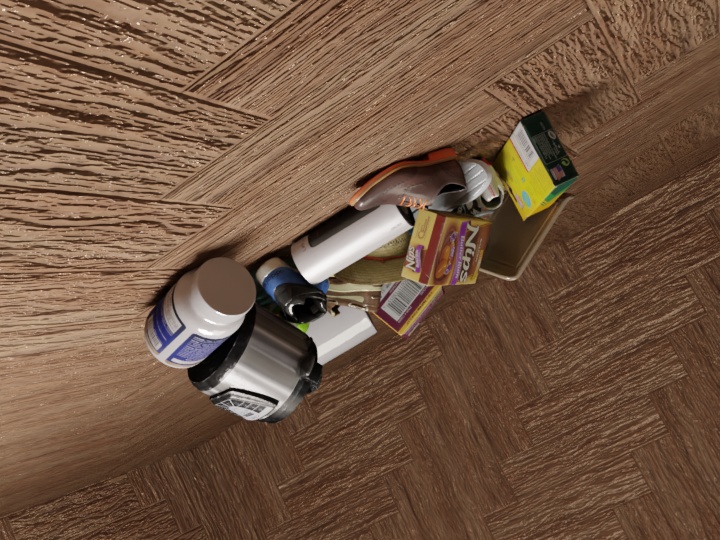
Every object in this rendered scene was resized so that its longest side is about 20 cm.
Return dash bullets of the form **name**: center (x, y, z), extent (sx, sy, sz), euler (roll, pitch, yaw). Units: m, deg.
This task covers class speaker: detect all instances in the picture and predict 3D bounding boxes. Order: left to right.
- **speaker**: center (-0.014, -0.056, 1.415), extent (0.199, 0.082, 0.081), euler (-30, 169, 18)

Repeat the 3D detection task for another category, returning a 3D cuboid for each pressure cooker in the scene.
- **pressure cooker**: center (-0.166, 0.158, 1.462), extent (0.179, 0.200, 0.176), euler (-51, -151, 9)

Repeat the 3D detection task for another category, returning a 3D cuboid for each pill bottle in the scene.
- **pill bottle**: center (-0.243, 0.064, 1.320), extent (0.115, 0.116, 0.200), euler (-18, 167, -41)

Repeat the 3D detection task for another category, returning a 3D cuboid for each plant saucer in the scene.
- **plant saucer**: center (-0.187, 0.039, 1.575), extent (0.199, 0.036, 0.200), euler (-26, 170, -5)

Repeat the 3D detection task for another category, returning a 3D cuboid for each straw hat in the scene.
- **straw hat**: center (0.042, -0.051, 1.542), extent (0.200, 0.086, 0.201), euler (-6, -157, 3)

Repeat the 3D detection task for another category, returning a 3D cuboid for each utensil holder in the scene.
- **utensil holder**: center (-0.088, 0.107, 1.802), extent (0.199, 0.171, 0.170), euler (-30, 170, 1)

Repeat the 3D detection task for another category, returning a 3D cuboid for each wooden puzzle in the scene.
- **wooden puzzle**: center (0.289, -0.071, 1.614), extent (0.200, 0.037, 0.185), euler (-52, -154, -7)

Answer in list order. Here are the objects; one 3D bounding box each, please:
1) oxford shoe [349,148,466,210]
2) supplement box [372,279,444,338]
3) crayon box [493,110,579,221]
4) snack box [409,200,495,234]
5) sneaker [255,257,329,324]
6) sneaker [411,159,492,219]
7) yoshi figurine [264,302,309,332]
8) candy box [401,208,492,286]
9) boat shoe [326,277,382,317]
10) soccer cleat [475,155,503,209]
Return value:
- **oxford shoe**: center (0.077, -0.125, 1.326), extent (0.199, 0.073, 0.071), euler (-23, 169, -22)
- **supplement box**: center (0.091, 0.055, 1.752), extent (0.131, 0.103, 0.200), euler (-51, 170, -1)
- **crayon box**: center (0.296, -0.175, 1.494), extent (0.051, 0.128, 0.200), euler (-24, 171, -10)
- **snack box**: center (0.179, -0.109, 1.692), extent (0.116, 0.037, 0.199), euler (-15, -179, 42)
- **sneaker**: center (-0.092, 0.047, 1.491), extent (0.077, 0.111, 0.200), euler (-43, 156, 10)
- **sneaker**: center (0.157, -0.143, 1.491), extent (0.071, 0.073, 0.200), euler (-30, -177, -41)
- **yoshi figurine**: center (-0.172, 0.115, 1.604), extent (0.199, 0.113, 0.112), euler (-25, -166, -4)
- **candy box**: center (0.149, -0.039, 1.456), extent (0.200, 0.056, 0.117), euler (-2, 109, -61)
- **boat shoe**: center (-0.056, 0.051, 1.643), extent (0.201, 0.075, 0.075), euler (1, -178, 28)
- **soccer cleat**: center (0.226, -0.145, 1.573), extent (0.068, 0.086, 0.200), euler (-28, 170, 6)
